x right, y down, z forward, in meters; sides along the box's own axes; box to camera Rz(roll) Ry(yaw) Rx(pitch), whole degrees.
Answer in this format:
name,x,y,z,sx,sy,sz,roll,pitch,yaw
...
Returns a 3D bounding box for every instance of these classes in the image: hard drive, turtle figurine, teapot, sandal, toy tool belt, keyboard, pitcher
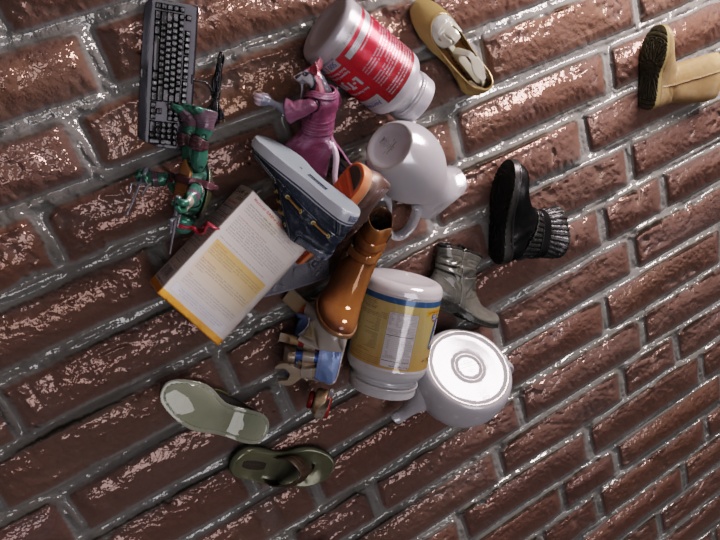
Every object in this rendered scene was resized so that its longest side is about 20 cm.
name,x,y,z,sx,sy,sz,roll,pitch,yaw
hard drive,-0.150,-0.030,1.090,0.198,0.042,0.136,-14,111,-23
turtle figurine,-0.250,-0.126,0.944,0.100,0.149,0.202,8,96,-50
teapot,0.185,0.218,1.283,0.198,0.198,0.147,22,139,4
sandal,-0.136,0.357,1.203,0.199,0.057,0.081,10,100,-30
toy tool belt,-0.090,0.139,1.145,0.122,0.125,0.202,14,96,1
keyboard,-0.251,-0.277,0.977,0.126,0.021,0.202,0,106,-28
pitcher,0.076,-0.142,1.122,0.172,0.121,0.200,-53,146,4

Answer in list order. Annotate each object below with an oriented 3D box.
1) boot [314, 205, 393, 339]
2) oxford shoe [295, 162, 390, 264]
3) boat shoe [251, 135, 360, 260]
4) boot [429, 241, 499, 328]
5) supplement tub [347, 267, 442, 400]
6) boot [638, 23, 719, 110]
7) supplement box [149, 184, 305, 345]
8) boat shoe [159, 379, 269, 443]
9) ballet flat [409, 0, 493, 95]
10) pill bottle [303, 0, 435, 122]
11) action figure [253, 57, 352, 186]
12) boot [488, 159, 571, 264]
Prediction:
name,x,y,z,sx,sy,sz,roll,pitch,yaw
boot,0.000,0.000,1.064,0.076,0.201,0.156,29,124,-5
oxford shoe,-0.031,-0.074,1.038,0.072,0.072,0.200,16,132,-40
boat shoe,-0.098,-0.106,0.977,0.091,0.200,0.071,-55,164,22
boot,0.209,0.028,1.288,0.199,0.068,0.132,22,88,-32
supplement tub,0.056,0.108,1.180,0.143,0.144,0.202,5,103,-29
boot,0.666,-0.426,1.396,0.198,0.066,0.177,-16,124,-22
supplement box,-0.194,-0.010,1.004,0.200,0.073,0.126,-47,118,-8
boat shoe,-0.245,0.229,1.105,0.200,0.060,0.072,33,76,-31
ballet flat,0.161,-0.378,1.140,0.200,0.063,0.069,42,83,-30
pill bottle,0.019,-0.318,1.053,0.199,0.112,0.113,31,90,-31
action figure,-0.067,-0.215,1.014,0.134,0.149,0.201,-33,147,-34
boot,0.329,-0.115,1.295,0.156,0.080,0.213,-9,119,-18
